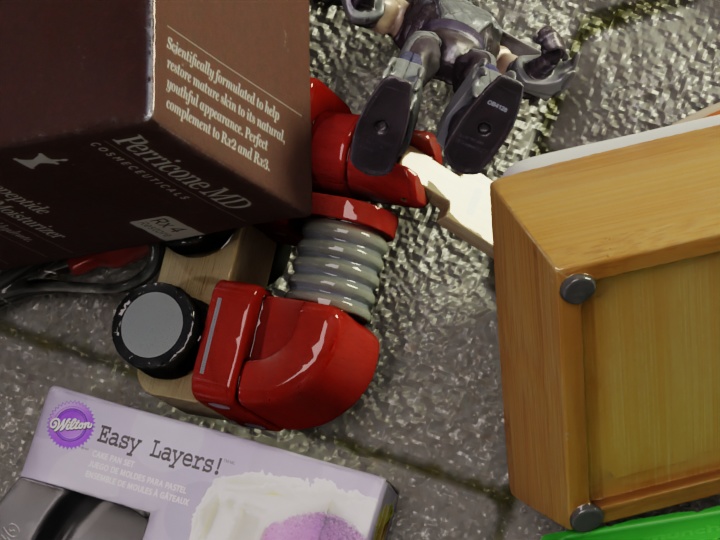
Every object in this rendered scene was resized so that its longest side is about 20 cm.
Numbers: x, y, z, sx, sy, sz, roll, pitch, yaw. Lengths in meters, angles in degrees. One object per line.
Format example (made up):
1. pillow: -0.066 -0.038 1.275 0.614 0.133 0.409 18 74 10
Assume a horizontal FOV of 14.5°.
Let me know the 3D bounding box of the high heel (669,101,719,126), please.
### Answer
1. high heel: 0.164 -0.010 1.453 0.200 0.096 0.067 -36 46 -18

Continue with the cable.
1. cable: -0.174 0.002 1.514 0.200 0.050 0.097 -37 67 10

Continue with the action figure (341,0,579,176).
1. action figure: 0.046 -0.109 1.432 0.130 0.200 0.070 14 115 -2

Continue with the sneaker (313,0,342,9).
1. sneaker: -0.040 -0.237 1.531 0.090 0.066 0.200 -33 70 4

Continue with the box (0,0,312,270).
1. box: -0.147 -0.108 1.371 0.200 0.166 0.165 -9 71 25

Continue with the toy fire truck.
1. toy fire truck: 0.000 0.000 1.445 0.200 0.129 0.177 8 77 23

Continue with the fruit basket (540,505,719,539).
1. fruit basket: 0.178 0.221 1.332 0.215 0.156 0.216 1 102 4

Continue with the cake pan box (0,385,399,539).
1. cake pan box: -0.099 0.170 1.444 0.200 0.052 0.185 16 77 14

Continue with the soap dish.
1. soap dish: 0.146 0.028 1.345 0.157 0.200 0.081 -13 40 -8
